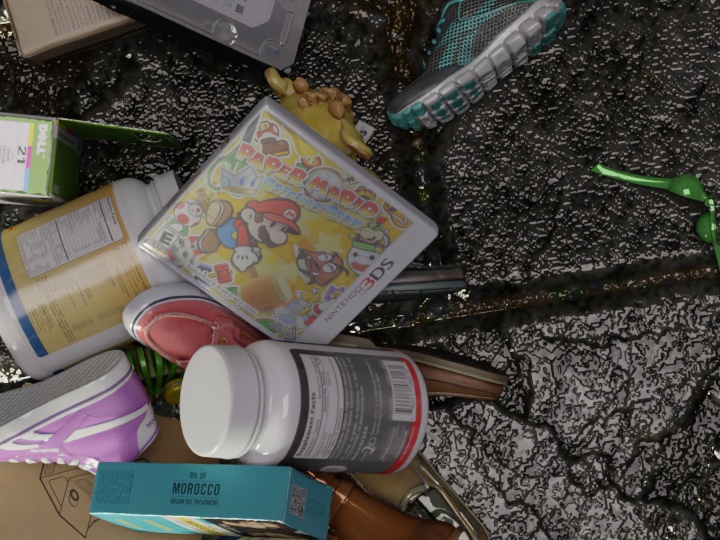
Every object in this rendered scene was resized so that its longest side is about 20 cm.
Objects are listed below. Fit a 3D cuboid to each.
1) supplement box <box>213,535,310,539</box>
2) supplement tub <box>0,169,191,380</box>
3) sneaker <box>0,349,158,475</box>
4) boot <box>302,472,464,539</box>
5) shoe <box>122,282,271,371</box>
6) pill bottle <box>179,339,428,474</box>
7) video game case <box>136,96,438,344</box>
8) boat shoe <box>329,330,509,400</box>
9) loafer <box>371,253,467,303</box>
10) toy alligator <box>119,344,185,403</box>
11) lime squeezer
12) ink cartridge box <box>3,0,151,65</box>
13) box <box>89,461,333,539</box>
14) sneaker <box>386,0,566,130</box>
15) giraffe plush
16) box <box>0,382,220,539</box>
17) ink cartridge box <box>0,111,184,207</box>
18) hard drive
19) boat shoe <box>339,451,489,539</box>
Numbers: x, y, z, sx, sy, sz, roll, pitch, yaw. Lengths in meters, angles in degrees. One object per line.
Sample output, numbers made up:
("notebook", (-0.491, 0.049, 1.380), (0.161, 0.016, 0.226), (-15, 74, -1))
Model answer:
("supplement box", (-0.060, 0.357, 1.558), (0.134, 0.200, 0.200), (-26, 124, -1))
("supplement tub", (-0.241, 0.001, 1.637), (0.200, 0.145, 0.145), (-23, 88, -1))
("sneaker", (-0.282, 0.161, 1.602), (0.200, 0.073, 0.114), (-20, 117, 8))
("boot", (-0.002, 0.222, 1.603), (0.155, 0.200, 0.074), (48, 59, -6))
("shoe", (-0.126, 0.079, 1.602), (0.071, 0.200, 0.091), (-46, 53, 14))
("pill bottle", (-0.050, 0.120, 1.548), (0.200, 0.114, 0.114), (6, 87, -33))
("video game case", (-0.064, -0.031, 1.552), (0.200, 0.023, 0.182), (36, 114, -21))
("boat shoe", (0.039, 0.104, 1.675), (0.200, 0.072, 0.068), (12, 92, 10))
("loafer", (0.000, 0.000, 1.676), (0.200, 0.072, 0.063), (-6, 82, 2))
("toy alligator", (-0.223, 0.096, 1.657), (0.200, 0.054, 0.059), (-9, 57, -15))
("lime squeezer", (0.315, -0.046, 1.691), (0.071, 0.038, 0.200), (-41, 89, -1))
("ink cartridge box", (-0.271, -0.316, 1.684), (0.165, 0.075, 0.200), (-18, 89, 1))
("box", (-0.131, 0.203, 1.546), (0.200, 0.082, 0.049), (-2, 70, 27))
("sneaker", (0.098, -0.215, 1.691), (0.200, 0.078, 0.091), (-37, 72, -5))
("giraffe plush", (-0.041, -0.093, 1.605), (0.172, 0.162, 0.200), (11, 66, 12))
("box", (-0.238, 0.202, 1.644), (0.200, 0.021, 0.164), (14, 58, -6))
("ink cartridge box", (-0.274, -0.098, 1.639), (0.200, 0.148, 0.076), (6, 88, 0))
("hard drive", (-0.140, -0.278, 1.647), (0.200, 0.038, 0.140), (23, 70, -24))
("boat shoe", (0.045, 0.206, 1.662), (0.200, 0.076, 0.072), (37, 88, 2))
